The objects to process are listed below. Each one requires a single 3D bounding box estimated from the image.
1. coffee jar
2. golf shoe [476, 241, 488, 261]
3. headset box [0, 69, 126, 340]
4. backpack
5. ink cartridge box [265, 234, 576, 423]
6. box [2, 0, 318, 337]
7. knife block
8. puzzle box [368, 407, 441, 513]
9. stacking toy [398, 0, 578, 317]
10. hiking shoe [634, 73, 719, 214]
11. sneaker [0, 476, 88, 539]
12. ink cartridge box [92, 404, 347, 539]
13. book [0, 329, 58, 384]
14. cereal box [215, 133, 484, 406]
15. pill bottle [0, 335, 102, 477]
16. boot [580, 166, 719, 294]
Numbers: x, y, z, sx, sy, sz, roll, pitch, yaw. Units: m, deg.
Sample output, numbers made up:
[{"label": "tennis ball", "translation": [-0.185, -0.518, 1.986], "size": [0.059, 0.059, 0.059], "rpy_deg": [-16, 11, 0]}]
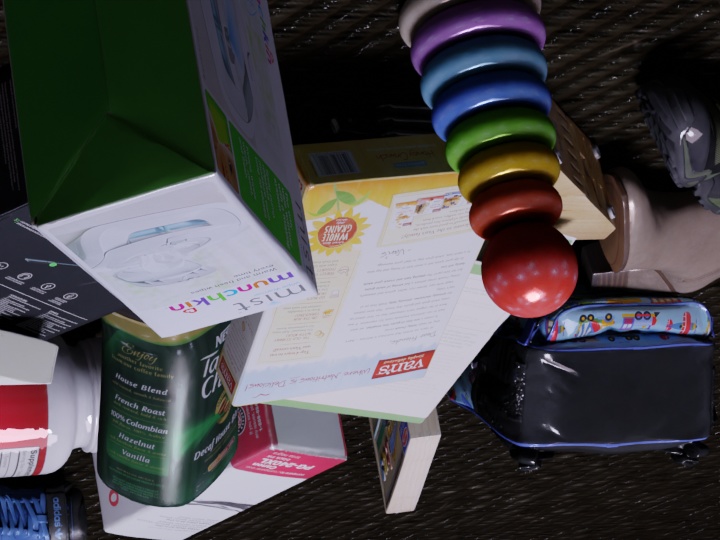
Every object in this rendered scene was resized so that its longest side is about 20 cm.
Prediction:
[{"label": "coffee jar", "translation": [-0.129, 0.057, 1.440], "size": [0.085, 0.104, 0.200], "rpy_deg": [19, 128, 20]}, {"label": "golf shoe", "translation": [0.025, -0.004, 1.508], "size": [0.092, 0.073, 0.200], "rpy_deg": [11, 145, -38]}, {"label": "headset box", "translation": [-0.173, -0.047, 1.277], "size": [0.200, 0.093, 0.174], "rpy_deg": [-22, 155, 24]}, {"label": "backpack", "translation": [0.166, 0.073, 1.672], "size": [0.182, 0.135, 0.200], "rpy_deg": [0, -171, -19]}, {"label": "ink cartridge box", "translation": [0.031, 0.020, 1.431], "size": [0.145, 0.048, 0.200], "rpy_deg": [11, 129, -35]}, {"label": "box", "translation": [-0.104, -0.091, 1.063], "size": [0.097, 0.200, 0.176], "rpy_deg": [-15, 157, 11]}, {"label": "knife block", "translation": [0.058, -0.056, 1.404], "size": [0.175, 0.064, 0.200], "rpy_deg": [-18, 157, 19]}, {"label": "puzzle box", "translation": [0.030, 0.103, 1.685], "size": [0.025, 0.133, 0.200], "rpy_deg": [-8, 157, -8]}, {"label": "stacking toy", "translation": [0.079, -0.069, 1.199], "size": [0.085, 0.200, 0.085], "rpy_deg": [-9, 157, -4]}, {"label": "hiking shoe", "translation": [0.248, -0.099, 1.396], "size": [0.101, 0.076, 0.200], "rpy_deg": [-27, 163, 15]}, {"label": "sneaker", "translation": [-0.301, 0.214, 1.868], "size": [0.111, 0.077, 0.200], "rpy_deg": [-7, 163, 6]}, {"label": "ink cartridge box", "translation": [-0.116, 0.105, 1.603], "size": [0.200, 0.145, 0.083], "rpy_deg": [-29, 153, 37]}, {"label": "book", "translation": [-0.289, 0.047, 1.383], "size": [0.133, 0.048, 0.200], "rpy_deg": [15, 171, -22]}, {"label": "cereal box", "translation": [0.000, 0.000, 1.318], "size": [0.144, 0.040, 0.200], "rpy_deg": [-6, 140, -28]}, {"label": "pill bottle", "translation": [-0.277, 0.097, 1.553], "size": [0.200, 0.112, 0.112], "rpy_deg": [-3, 157, -20]}, {"label": "boot", "translation": [0.239, -0.037, 1.540], "size": [0.146, 0.070, 0.200], "rpy_deg": [-13, 161, -6]}]
